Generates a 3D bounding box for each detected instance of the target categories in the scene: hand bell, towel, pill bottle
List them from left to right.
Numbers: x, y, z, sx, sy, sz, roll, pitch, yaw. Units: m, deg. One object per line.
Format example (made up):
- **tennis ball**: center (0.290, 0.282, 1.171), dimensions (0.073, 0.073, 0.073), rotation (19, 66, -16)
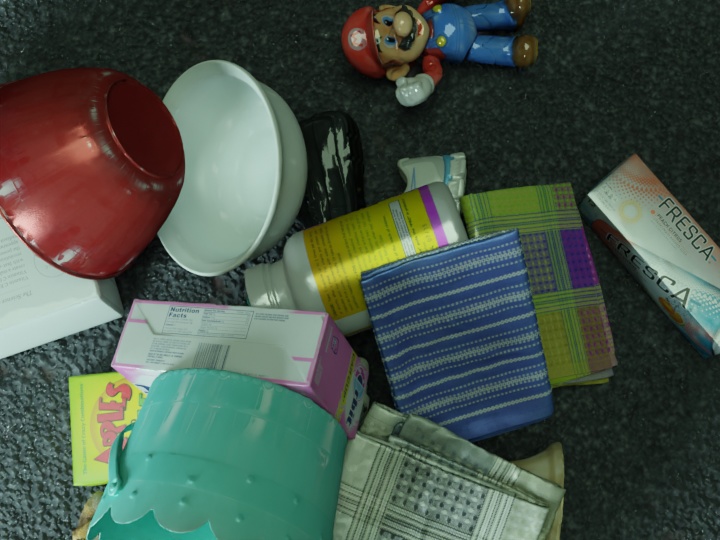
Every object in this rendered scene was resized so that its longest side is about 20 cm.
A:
- **pill bottle**: center (0.000, 0.000, 0.941), dimensions (0.198, 0.104, 0.105), rotation (-20, 80, 3)
- **towel**: center (0.055, 0.237, 0.908), dimensions (0.191, 0.035, 0.202), rotation (23, 91, 7)
- **hand bell**: center (0.082, 0.201, 0.969), dimensions (0.197, 0.104, 0.106), rotation (5, 79, 3)
- **towel**: center (0.088, 0.070, 0.918), dimensions (0.143, 0.024, 0.202), rotation (-16, 119, 1)
- **towel**: center (0.172, 0.018, 1.013), dimensions (0.142, 0.023, 0.203), rotation (-8, 81, -29)

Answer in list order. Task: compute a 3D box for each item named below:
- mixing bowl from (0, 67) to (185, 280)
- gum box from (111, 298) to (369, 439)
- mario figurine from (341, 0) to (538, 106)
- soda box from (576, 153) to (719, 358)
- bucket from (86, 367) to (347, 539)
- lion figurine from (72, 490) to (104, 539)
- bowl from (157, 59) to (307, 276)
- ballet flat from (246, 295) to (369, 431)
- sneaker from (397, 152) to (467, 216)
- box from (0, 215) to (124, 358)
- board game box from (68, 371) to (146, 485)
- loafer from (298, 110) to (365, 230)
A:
- **mixing bowl**: center (-0.229, -0.104, 0.942), dimensions (0.108, 0.199, 0.202), rotation (-24, 78, 27)
- **gum box**: center (-0.106, 0.084, 0.903), dimensions (0.198, 0.114, 0.067), rotation (4, 61, 22)
- **mario figurine**: center (0.079, -0.238, 1.045), dimensions (0.197, 0.107, 0.124), rotation (-7, 45, -9)
- **soda box**: center (0.302, -0.013, 1.026), dimensions (0.068, 0.064, 0.201), rotation (-39, 81, -7)
- **bucket**: center (-0.110, 0.180, 0.856), dimensions (0.204, 0.208, 0.136), rotation (14, 60, 3)
- **lion figurine**: center (-0.201, 0.283, 0.930), dimensions (0.072, 0.122, 0.201), rotation (-38, 70, 12)
- **bowl**: center (-0.114, -0.095, 1.010), dimensions (0.200, 0.090, 0.204), rotation (0, 89, 44)
- **ballet flat**: center (-0.032, 0.087, 1.009), dimensions (0.072, 0.072, 0.201), rotation (-32, 82, -6)
- **sneaker**: center (0.056, -0.021, 1.031), dimensions (0.085, 0.075, 0.203), rotation (5, 71, 8)
- **box**: center (-0.335, -0.034, 1.010), dimensions (0.150, 0.106, 0.202), rotation (-18, 79, -4)
- **board game box**: center (-0.173, 0.144, 1.006), dimensions (0.197, 0.048, 0.103), rotation (-6, 80, -1)
- **loafer**: center (-0.029, -0.056, 1.039), dimensions (0.070, 0.068, 0.203), rotation (-9, 83, 19)
